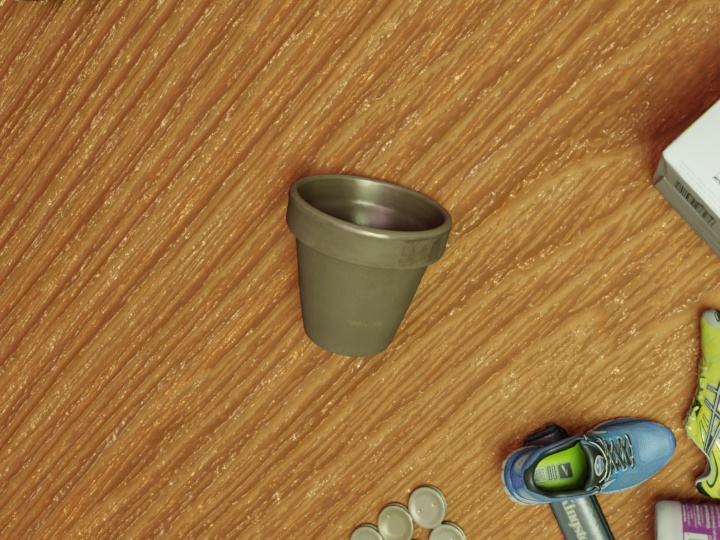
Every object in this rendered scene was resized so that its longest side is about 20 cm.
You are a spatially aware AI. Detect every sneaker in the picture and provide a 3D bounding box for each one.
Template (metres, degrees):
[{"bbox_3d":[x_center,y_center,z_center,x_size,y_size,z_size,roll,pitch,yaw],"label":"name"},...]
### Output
[{"bbox_3d":[0.254,0.211,0.793,0.194,0.089,0.081,-15,80,-8],"label":"sneaker"},{"bbox_3d":[0.378,0.145,0.777,0.074,0.075,0.207,-10,84,20],"label":"sneaker"}]

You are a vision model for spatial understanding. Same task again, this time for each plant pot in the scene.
[{"bbox_3d":[0.000,0.000,0.881,0.196,0.200,0.179,18,113,20],"label":"plant pot"}]

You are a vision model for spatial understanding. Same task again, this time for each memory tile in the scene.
[{"bbox_3d":[0.053,0.380,0.929,0.198,0.017,0.155,-37,76,17],"label":"memory tile"}]

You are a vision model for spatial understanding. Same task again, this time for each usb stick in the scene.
[{"bbox_3d":[0.249,0.278,0.846,0.054,0.032,0.204,-26,80,18],"label":"usb stick"}]

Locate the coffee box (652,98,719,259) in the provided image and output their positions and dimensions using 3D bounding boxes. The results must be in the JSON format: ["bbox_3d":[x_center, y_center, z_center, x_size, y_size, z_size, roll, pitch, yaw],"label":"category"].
[{"bbox_3d":[0.421,-0.092,0.697,0.197,0.199,0.201,-43,76,14],"label":"coffee box"}]

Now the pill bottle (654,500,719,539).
[{"bbox_3d":[0.403,0.299,0.745,0.194,0.112,0.116,0,89,21],"label":"pill bottle"}]

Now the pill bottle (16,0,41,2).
[{"bbox_3d":[-0.437,-0.460,1.082,0.194,0.112,0.116,4,90,21],"label":"pill bottle"}]
